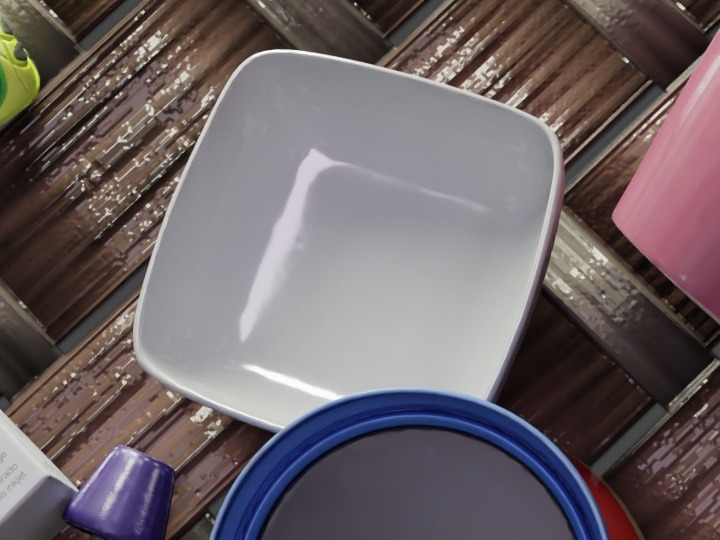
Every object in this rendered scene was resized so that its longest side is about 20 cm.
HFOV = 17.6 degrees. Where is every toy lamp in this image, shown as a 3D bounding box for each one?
[{"bbox_3d":[-0.151,0.188,1.201,0.058,0.058,0.200,21,81,13],"label":"toy lamp"}]

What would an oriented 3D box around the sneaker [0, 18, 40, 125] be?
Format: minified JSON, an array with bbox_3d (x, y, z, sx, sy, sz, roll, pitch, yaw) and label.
[{"bbox_3d":[-0.268,-0.150,1.300,0.084,0.074,0.200,-43,74,-9],"label":"sneaker"}]

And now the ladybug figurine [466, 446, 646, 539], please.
[{"bbox_3d":[0.085,0.171,1.164,0.136,0.072,0.200,-18,73,3],"label":"ladybug figurine"}]

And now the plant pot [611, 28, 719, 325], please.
[{"bbox_3d":[0.230,-0.051,1.155,0.200,0.200,0.179,44,99,16],"label":"plant pot"}]

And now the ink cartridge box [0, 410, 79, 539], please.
[{"bbox_3d":[-0.269,0.098,1.226,0.200,0.085,0.145,43,84,17],"label":"ink cartridge box"}]

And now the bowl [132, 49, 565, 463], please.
[{"bbox_3d":[0.000,0.000,1.216,0.200,0.075,0.200,16,76,17],"label":"bowl"}]

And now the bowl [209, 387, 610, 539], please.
[{"bbox_3d":[0.024,0.157,1.114,0.201,0.039,0.201,-2,80,10],"label":"bowl"}]
